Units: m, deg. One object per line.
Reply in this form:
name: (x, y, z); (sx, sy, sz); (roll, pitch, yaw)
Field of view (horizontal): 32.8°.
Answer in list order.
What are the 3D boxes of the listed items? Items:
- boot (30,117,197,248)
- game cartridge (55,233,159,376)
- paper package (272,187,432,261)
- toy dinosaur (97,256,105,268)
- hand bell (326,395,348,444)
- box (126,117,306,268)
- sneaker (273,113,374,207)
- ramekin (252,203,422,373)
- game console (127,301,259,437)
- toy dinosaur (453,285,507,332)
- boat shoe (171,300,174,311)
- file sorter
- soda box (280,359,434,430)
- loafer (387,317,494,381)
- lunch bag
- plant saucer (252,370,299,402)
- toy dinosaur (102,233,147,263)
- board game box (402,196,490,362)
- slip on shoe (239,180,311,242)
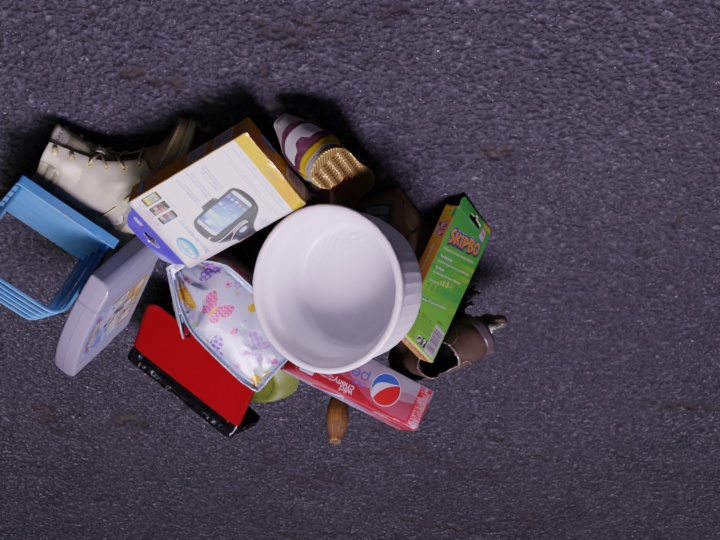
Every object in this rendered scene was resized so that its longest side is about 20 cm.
boot: (-0.303, -0.136, 1.490); (0.154, 0.072, 0.200); (33, 119, -14)
game cartridge: (-0.324, 0.048, 1.548); (0.041, 0.133, 0.200); (34, 135, 1)
paper package: (0.000, 0.000, 1.639); (0.199, 0.104, 0.191); (-13, 143, 24)
toy dinosaur: (-0.333, 0.000, 1.675); (0.047, 0.088, 0.200); (38, 135, -25)
hand bell: (-0.029, 0.159, 1.788); (0.104, 0.200, 0.104); (3, 145, 2)
box: (-0.178, -0.084, 1.450); (0.200, 0.042, 0.119); (-26, 123, 22)
sneaker: (-0.045, -0.134, 1.484); (0.075, 0.090, 0.200); (-43, 162, -2)
ramekin: (-0.022, 0.020, 1.485); (0.200, 0.201, 0.098); (-15, 175, 25)
game console: (-0.227, 0.137, 1.792); (0.200, 0.172, 0.119); (37, 102, 11)
toy dinosaur: (0.135, 0.074, 1.723); (0.047, 0.088, 0.200); (34, 145, -17)
boat shoe: (-0.167, 0.046, 1.751); (0.199, 0.072, 0.060); (9, 146, -16)
file sorter: (-0.413, -0.018, 1.543); (0.139, 0.123, 0.200); (35, 163, -16)
soda box: (-0.005, 0.150, 1.671); (0.200, 0.064, 0.070); (29, 165, -18)
loafer: (0.093, 0.110, 1.648); (0.071, 0.073, 0.200); (-29, -179, -36)
lunch bag: (-0.183, 0.048, 1.628); (0.127, 0.170, 0.200); (-44, 103, 0)
plant saucer: (-0.188, 0.139, 1.859); (0.200, 0.031, 0.200); (20, 143, 15)
toy dinosaur: (-0.265, -0.076, 1.580); (0.200, 0.047, 0.088); (-23, 109, 11)
board game box: (0.105, 0.009, 1.575); (0.030, 0.200, 0.096); (16, 160, 37)
slip on shoe: (-0.133, -0.083, 1.558); (0.061, 0.076, 0.200); (60, 151, -4)
